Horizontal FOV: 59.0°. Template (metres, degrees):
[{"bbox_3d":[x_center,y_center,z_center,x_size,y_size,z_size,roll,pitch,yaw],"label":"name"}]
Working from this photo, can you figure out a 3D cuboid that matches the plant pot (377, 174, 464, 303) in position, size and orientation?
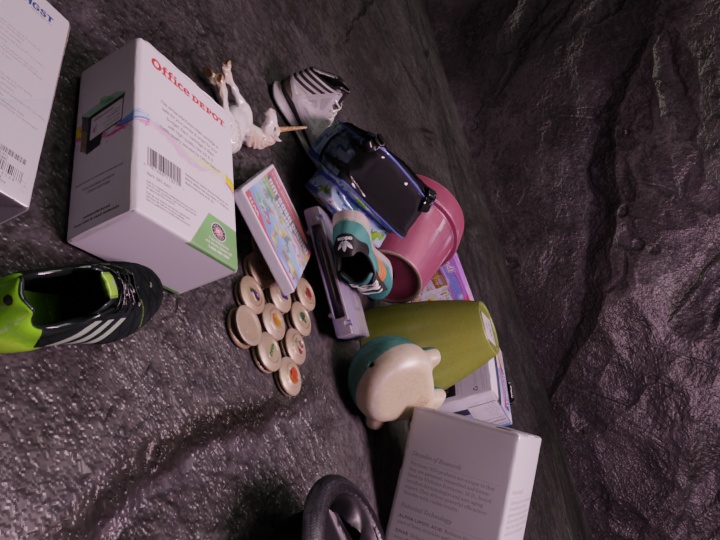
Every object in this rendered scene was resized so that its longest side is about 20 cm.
[{"bbox_3d":[0.076,-0.046,1.166,0.201,0.199,0.180,57,39,-30],"label":"plant pot"}]

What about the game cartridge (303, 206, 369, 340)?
[{"bbox_3d":[-0.037,0.010,0.995,0.130,0.038,0.202,47,27,-77],"label":"game cartridge"}]

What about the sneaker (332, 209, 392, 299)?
[{"bbox_3d":[0.000,0.000,0.955,0.200,0.071,0.080,61,28,-51],"label":"sneaker"}]

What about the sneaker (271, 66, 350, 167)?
[{"bbox_3d":[-0.056,-0.258,1.099,0.201,0.115,0.076,55,25,-36],"label":"sneaker"}]

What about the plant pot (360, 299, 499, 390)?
[{"bbox_3d":[0.129,0.126,1.100,0.187,0.199,0.188,52,27,-40],"label":"plant pot"}]

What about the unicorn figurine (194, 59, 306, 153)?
[{"bbox_3d":[-0.167,-0.206,0.855,0.200,0.073,0.138,-60,138,-47],"label":"unicorn figurine"}]

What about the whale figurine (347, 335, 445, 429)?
[{"bbox_3d":[0.057,0.173,0.987,0.104,0.159,0.200,42,1,42],"label":"whale figurine"}]

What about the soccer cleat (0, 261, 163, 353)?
[{"bbox_3d":[-0.209,0.023,0.500,0.200,0.081,0.068,-15,85,-70],"label":"soccer cleat"}]

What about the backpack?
[{"bbox_3d":[-0.003,-0.148,1.046,0.183,0.147,0.200,39,9,-36],"label":"backpack"}]

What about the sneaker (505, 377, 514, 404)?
[{"bbox_3d":[0.330,0.296,1.583,0.077,0.113,0.199,69,18,-7],"label":"sneaker"}]

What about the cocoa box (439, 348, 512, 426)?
[{"bbox_3d":[0.234,0.229,1.367,0.132,0.132,0.201,55,26,-37],"label":"cocoa box"}]

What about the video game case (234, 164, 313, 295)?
[{"bbox_3d":[-0.113,-0.063,0.867,0.200,0.017,0.144,-79,145,-72],"label":"video game case"}]

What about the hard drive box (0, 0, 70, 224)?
[{"bbox_3d":[-0.299,-0.146,0.435,0.156,0.076,0.201,44,33,-50],"label":"hard drive box"}]

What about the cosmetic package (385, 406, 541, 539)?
[{"bbox_3d":[0.158,0.323,0.947,0.165,0.164,0.202,31,70,-60],"label":"cosmetic package"}]

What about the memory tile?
[{"bbox_3d":[-0.109,0.050,0.827,0.154,0.017,0.201,56,25,-34],"label":"memory tile"}]

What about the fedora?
[{"bbox_3d":[-0.036,0.319,0.655,0.201,0.091,0.202,52,27,-41],"label":"fedora"}]

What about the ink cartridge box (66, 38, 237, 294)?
[{"bbox_3d":[-0.200,-0.099,0.633,0.145,0.083,0.201,38,38,-55],"label":"ink cartridge box"}]

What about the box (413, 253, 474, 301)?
[{"bbox_3d":[0.153,0.029,1.339,0.201,0.136,0.039,70,21,-2],"label":"box"}]
